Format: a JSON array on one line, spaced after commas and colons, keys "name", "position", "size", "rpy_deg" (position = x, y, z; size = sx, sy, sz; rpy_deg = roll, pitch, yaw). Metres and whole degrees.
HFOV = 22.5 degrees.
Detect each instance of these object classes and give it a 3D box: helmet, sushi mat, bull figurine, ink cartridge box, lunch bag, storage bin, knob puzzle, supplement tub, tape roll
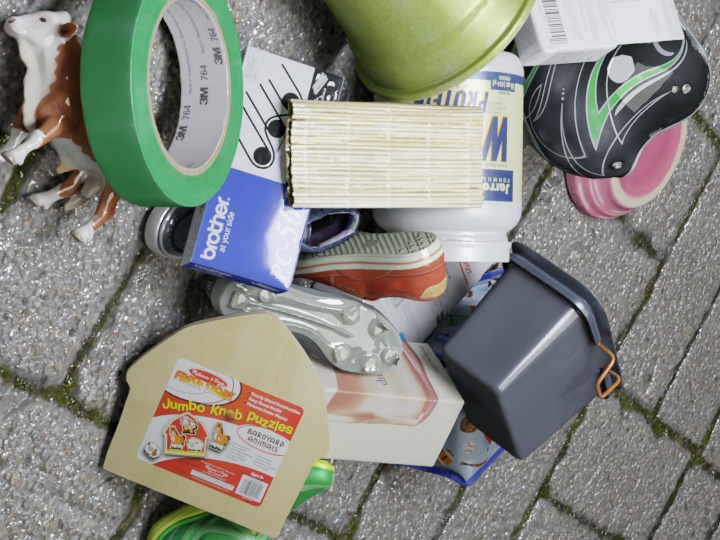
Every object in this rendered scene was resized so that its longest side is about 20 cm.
[{"name": "helmet", "position": [0.246, -0.199, 1.889], "size": [0.191, 0.200, 0.200], "rpy_deg": [-38, 139, 0]}, {"name": "sushi mat", "position": [0.024, -0.103, 1.619], "size": [0.200, 0.012, 0.096], "rpy_deg": [-1, 89, -28]}, {"name": "bull figurine", "position": [-0.237, -0.117, 1.463], "size": [0.121, 0.065, 0.200], "rpy_deg": [-52, 139, -14]}, {"name": "ink cartridge box", "position": [-0.086, -0.088, 1.599], "size": [0.094, 0.044, 0.200], "rpy_deg": [16, 80, -16]}, {"name": "lunch bag", "position": [0.127, 0.108, 1.970], "size": [0.200, 0.124, 0.170], "rpy_deg": [-39, 136, -47]}, {"name": "storage bin", "position": [0.171, 0.096, 1.802], "size": [0.134, 0.146, 0.200], "rpy_deg": [-45, 148, -14]}, {"name": "ink cartridge box", "position": [0.052, -0.002, 1.862], "size": [0.200, 0.067, 0.116], "rpy_deg": [-46, 138, -23]}, {"name": "knob puzzle", "position": [-0.119, 0.124, 1.660], "size": [0.030, 0.219, 0.220], "rpy_deg": [-87, -173, -73]}, {"name": "ink cartridge box", "position": [0.214, -0.306, 1.790], "size": [0.176, 0.045, 0.200], "rpy_deg": [-8, 78, -30]}, {"name": "supplement tub", "position": [0.084, -0.108, 1.742], "size": [0.145, 0.145, 0.200], "rpy_deg": [0, 91, -50]}, {"name": "tape roll", "position": [-0.159, -0.152, 1.484], "size": [0.200, 0.048, 0.201], "rpy_deg": [2, 90, -68]}]

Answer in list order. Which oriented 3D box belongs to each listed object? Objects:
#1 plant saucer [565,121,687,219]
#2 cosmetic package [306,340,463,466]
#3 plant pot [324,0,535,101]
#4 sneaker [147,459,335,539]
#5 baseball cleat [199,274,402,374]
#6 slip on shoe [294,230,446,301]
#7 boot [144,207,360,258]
[{"name": "plant saucer", "position": [0.318, -0.151, 2.112], "size": [0.200, 0.051, 0.201], "rpy_deg": [-27, 129, -39]}, {"name": "cosmetic package", "position": [-0.015, 0.122, 1.761], "size": [0.200, 0.103, 0.087], "rpy_deg": [7, 121, -32]}, {"name": "plant pot", "position": [0.029, -0.284, 1.606], "size": [0.184, 0.200, 0.200], "rpy_deg": [44, 74, -40]}, {"name": "sneaker", "position": [-0.105, 0.242, 1.732], "size": [0.200, 0.084, 0.074], "rpy_deg": [-30, 158, 10]}, {"name": "baseball cleat", "position": [-0.055, 0.038, 1.707], "size": [0.200, 0.106, 0.070], "rpy_deg": [24, 95, -27]}, {"name": "slip on shoe", "position": [0.000, 0.000, 1.696], "size": [0.074, 0.200, 0.061], "rpy_deg": [-37, 117, -41]}, {"name": "boot", "position": [-0.095, -0.045, 1.647], "size": [0.200, 0.090, 0.073], "rpy_deg": [-19, 123, -43]}]
